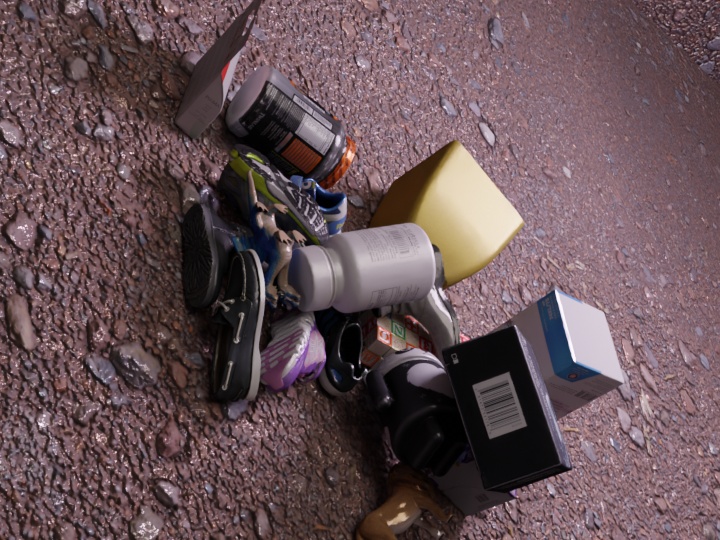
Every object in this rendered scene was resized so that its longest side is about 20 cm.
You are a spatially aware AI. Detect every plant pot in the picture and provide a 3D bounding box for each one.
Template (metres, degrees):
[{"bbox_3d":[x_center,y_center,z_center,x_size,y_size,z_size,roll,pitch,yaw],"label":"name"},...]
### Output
[{"bbox_3d":[0.122,-0.059,1.777,0.195,0.195,0.201,48,51,-10],"label":"plant pot"}]

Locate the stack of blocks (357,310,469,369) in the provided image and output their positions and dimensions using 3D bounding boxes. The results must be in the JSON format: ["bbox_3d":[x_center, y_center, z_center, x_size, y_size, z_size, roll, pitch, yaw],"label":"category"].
[{"bbox_3d":[0.089,0.126,1.667,0.198,0.059,0.116,29,38,-24],"label":"stack of blocks"}]

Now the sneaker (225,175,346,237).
[{"bbox_3d":[-0.110,-0.114,1.599,0.196,0.083,0.075,18,41,-13],"label":"sneaker"}]

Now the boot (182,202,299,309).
[{"bbox_3d":[-0.160,0.005,1.499,0.198,0.065,0.168,26,46,-41],"label":"boot"}]

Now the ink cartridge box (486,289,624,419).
[{"bbox_3d":[0.326,0.161,1.822,0.145,0.199,0.148,22,45,-37],"label":"ink cartridge box"}]

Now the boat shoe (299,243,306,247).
[{"bbox_3d":[-0.022,-0.020,1.663,0.198,0.071,0.073,32,43,-25],"label":"boat shoe"}]

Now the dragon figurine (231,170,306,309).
[{"bbox_3d":[-0.138,-0.041,1.446,0.058,0.100,0.201,-7,56,-52],"label":"dragon figurine"}]

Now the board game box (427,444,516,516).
[{"bbox_3d":[0.195,0.268,1.655,0.103,0.104,0.201,45,39,-19],"label":"board game box"}]

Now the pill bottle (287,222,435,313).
[{"bbox_3d":[0.000,0.000,1.501,0.197,0.115,0.116,-9,68,-28],"label":"pill bottle"}]

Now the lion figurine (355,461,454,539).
[{"bbox_3d":[0.048,0.348,1.458,0.122,0.073,0.199,36,37,22],"label":"lion figurine"}]

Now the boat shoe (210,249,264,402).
[{"bbox_3d":[-0.167,0.071,1.381,0.059,0.075,0.205,4,79,-30],"label":"boat shoe"}]

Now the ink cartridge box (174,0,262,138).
[{"bbox_3d":[-0.198,-0.316,1.580,0.050,0.199,0.163,35,40,-25],"label":"ink cartridge box"}]

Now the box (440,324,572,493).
[{"bbox_3d":[0.211,0.201,1.476,0.200,0.115,0.200,40,32,-70],"label":"box"}]

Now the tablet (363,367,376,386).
[{"bbox_3d":[0.086,0.189,1.678,0.131,0.014,0.199,58,35,3],"label":"tablet"}]

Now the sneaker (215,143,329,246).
[{"bbox_3d":[-0.128,-0.094,1.538,0.200,0.081,0.074,43,26,-1],"label":"sneaker"}]

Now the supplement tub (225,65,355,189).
[{"bbox_3d":[-0.110,-0.226,1.680,0.199,0.122,0.124,36,40,-26],"label":"supplement tub"}]

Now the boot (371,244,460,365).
[{"bbox_3d":[0.075,0.060,1.617,0.128,0.068,0.204,-9,79,-24],"label":"boot"}]

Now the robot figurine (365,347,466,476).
[{"bbox_3d":[0.088,0.203,1.521,0.201,0.123,0.152,-113,-179,-53],"label":"robot figurine"}]

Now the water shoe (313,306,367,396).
[{"bbox_3d":[-0.027,0.089,1.567,0.071,0.078,0.203,18,50,-40],"label":"water shoe"}]

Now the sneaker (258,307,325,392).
[{"bbox_3d":[-0.087,0.123,1.453,0.090,0.079,0.201,61,15,-15],"label":"sneaker"}]
